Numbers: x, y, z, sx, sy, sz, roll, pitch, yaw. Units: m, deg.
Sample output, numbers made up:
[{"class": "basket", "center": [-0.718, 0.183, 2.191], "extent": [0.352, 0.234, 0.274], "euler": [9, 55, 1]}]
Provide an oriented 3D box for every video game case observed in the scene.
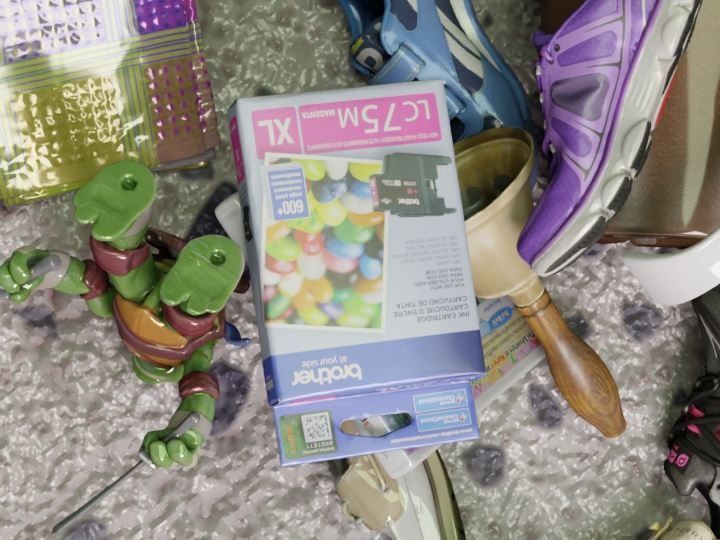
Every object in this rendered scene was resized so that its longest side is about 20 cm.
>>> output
[{"class": "video game case", "center": [0.019, 0.008, 1.340], "extent": [0.182, 0.024, 0.200], "euler": [57, 33, 0]}]

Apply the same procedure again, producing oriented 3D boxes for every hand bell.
[{"class": "hand bell", "center": [0.106, 0.024, 1.358], "extent": [0.104, 0.104, 0.200], "euler": [-42, 115, -15]}]

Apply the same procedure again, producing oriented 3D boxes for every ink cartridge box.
[{"class": "ink cartridge box", "center": [0.000, 0.000, 1.243], "extent": [0.119, 0.042, 0.200], "euler": [-6, 85, -12]}]

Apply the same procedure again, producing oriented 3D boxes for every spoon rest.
[{"class": "spoon rest", "center": [0.233, -0.061, 1.279], "extent": [0.200, 0.061, 0.099], "euler": [-49, 116, -12]}]

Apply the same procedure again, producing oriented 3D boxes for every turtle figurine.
[{"class": "turtle figurine", "center": [-0.141, 0.041, 1.267], "extent": [0.200, 0.194, 0.144], "euler": [-10, 64, -16]}]

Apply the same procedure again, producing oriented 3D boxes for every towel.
[{"class": "towel", "center": [-0.166, -0.139, 1.342], "extent": [0.143, 0.023, 0.200], "euler": [-14, 113, -12]}]

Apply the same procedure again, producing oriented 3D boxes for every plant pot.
[{"class": "plant pot", "center": [0.192, -0.114, 1.383], "extent": [0.200, 0.200, 0.199], "euler": [4, 88, -12]}]

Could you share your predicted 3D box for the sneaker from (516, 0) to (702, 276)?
[{"class": "sneaker", "center": [0.127, -0.094, 1.275], "extent": [0.083, 0.081, 0.200], "euler": [20, 90, 10]}]

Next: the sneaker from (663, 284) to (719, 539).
[{"class": "sneaker", "center": [0.226, 0.100, 1.393], "extent": [0.084, 0.077, 0.200], "euler": [-11, 99, -4]}]

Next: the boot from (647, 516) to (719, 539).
[{"class": "boot", "center": [0.145, 0.194, 1.337], "extent": [0.155, 0.073, 0.200], "euler": [-42, 131, -17]}]

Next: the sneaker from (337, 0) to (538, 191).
[{"class": "sneaker", "center": [0.039, -0.121, 1.395], "extent": [0.082, 0.074, 0.200], "euler": [-21, 78, -34]}]

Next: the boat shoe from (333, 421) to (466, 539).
[{"class": "boat shoe", "center": [0.018, 0.125, 1.364], "extent": [0.068, 0.075, 0.200], "euler": [-16, 79, 2]}]
